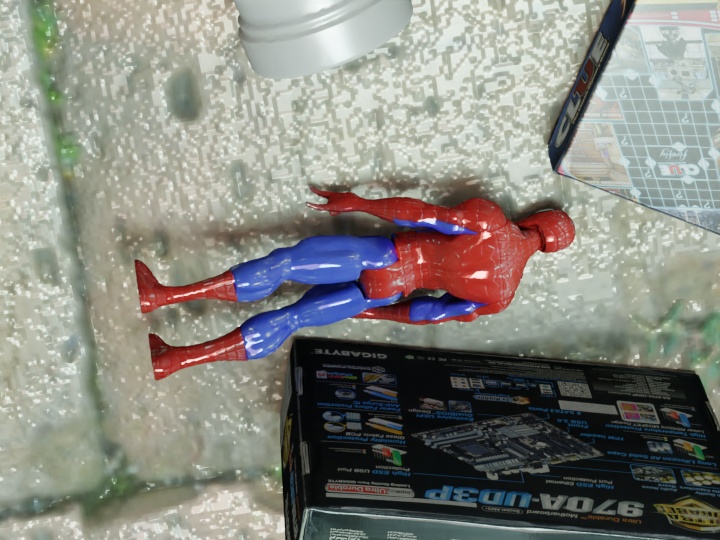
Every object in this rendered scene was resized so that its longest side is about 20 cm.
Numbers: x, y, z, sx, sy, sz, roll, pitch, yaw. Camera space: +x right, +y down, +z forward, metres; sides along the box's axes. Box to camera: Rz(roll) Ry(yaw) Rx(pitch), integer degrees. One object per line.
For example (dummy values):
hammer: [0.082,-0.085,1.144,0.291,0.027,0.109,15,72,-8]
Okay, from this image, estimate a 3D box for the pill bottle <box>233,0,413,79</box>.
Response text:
pill bottle: [-0.045,-0.182,0.931,0.104,0.104,0.201,-19,113,5]

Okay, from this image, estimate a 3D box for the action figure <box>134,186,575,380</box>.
action figure: [0.000,0.000,1.043,0.198,0.052,0.066,-10,119,-4]

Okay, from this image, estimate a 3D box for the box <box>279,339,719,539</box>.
box: [0.066,0.091,1.025,0.198,0.159,0.046,5,114,-6]

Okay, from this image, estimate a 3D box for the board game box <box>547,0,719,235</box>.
board game box: [0.200,-0.073,1.030,0.199,0.035,0.136,20,110,-12]
